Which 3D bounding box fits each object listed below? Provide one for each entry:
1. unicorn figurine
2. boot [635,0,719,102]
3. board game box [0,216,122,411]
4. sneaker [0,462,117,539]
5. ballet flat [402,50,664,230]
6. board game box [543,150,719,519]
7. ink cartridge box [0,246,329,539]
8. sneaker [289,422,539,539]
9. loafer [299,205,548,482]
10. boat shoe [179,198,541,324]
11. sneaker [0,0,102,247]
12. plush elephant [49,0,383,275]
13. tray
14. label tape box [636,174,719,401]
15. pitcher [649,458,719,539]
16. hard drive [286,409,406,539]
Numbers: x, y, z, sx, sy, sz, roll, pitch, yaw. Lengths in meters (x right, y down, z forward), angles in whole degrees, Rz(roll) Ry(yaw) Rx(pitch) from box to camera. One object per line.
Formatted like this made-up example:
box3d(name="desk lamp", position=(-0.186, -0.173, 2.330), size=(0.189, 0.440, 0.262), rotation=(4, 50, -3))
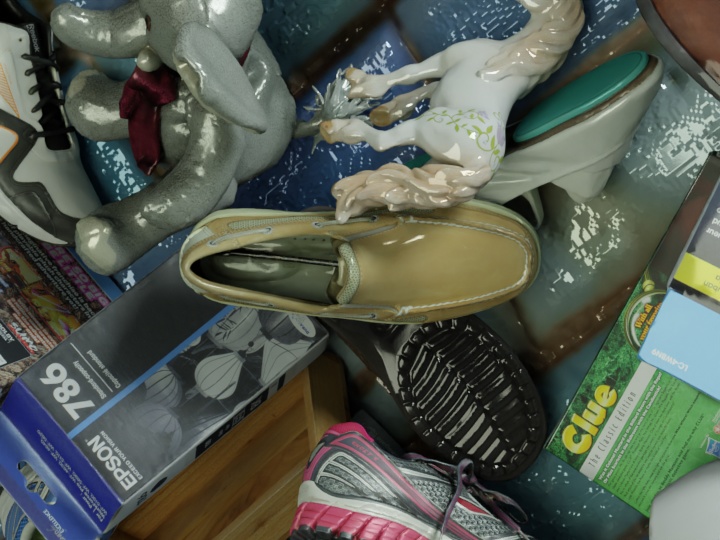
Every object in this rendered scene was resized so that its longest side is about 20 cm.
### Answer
box3d(name="unicorn figurine", position=(0.054, -0.099, 1.164), size=(0.136, 0.074, 0.201), rotation=(-10, 52, 24))
box3d(name="boot", position=(0.230, -0.191, 1.068), size=(0.200, 0.068, 0.189), rotation=(-35, 45, 25))
box3d(name="board game box", position=(-0.254, 0.027, 1.291), size=(0.160, 0.200, 0.097), rotation=(48, 116, 11))
box3d(name="sneaker", position=(-0.160, 0.125, 1.322), size=(0.075, 0.077, 0.200), rotation=(20, 126, -26))
box3d(name="ballet flat", position=(0.097, -0.058, 1.190), size=(0.199, 0.069, 0.070), rotation=(-25, 89, 31))
box3d(name="board game box", position=(0.191, 0.045, 1.181), size=(0.104, 0.023, 0.201), rotation=(33, 111, 14))
box3d(name="ink cartridge box", position=(-0.123, 0.067, 1.225), size=(0.200, 0.039, 0.100), rotation=(-40, 80, -17))
box3d(name="sneaker", position=(0.060, 0.147, 1.199), size=(0.199, 0.075, 0.081), rotation=(23, 152, -21))
box3d(name="loafer", position=(0.033, 0.037, 1.236), size=(0.073, 0.071, 0.200), rotation=(-41, 94, 4))
box3d(name="boat shoe", position=(0.000, 0.000, 1.156), size=(0.198, 0.076, 0.072), rotation=(-4, 99, 4))
box3d(name="sneaker", position=(-0.215, -0.106, 1.319), size=(0.080, 0.074, 0.201), rotation=(-36, 84, 25))
box3d(name="plush elephant", position=(-0.103, -0.117, 1.208), size=(0.199, 0.165, 0.155), rotation=(-14, 135, 12))
box3d(name="tray", position=(-0.082, 0.141, 1.291), size=(0.037, 0.099, 0.200), rotation=(30, 121, -29))
box3d(name="label tape box", position=(0.252, -0.013, 1.096), size=(0.143, 0.066, 0.201), rotation=(27, 99, 18))
box3d(name="pitcher", position=(0.255, 0.129, 1.123), size=(0.198, 0.121, 0.173), rotation=(-5, 78, 14))
box3d(name="hard drive", position=(0.017, 0.200, 1.283), size=(0.135, 0.042, 0.200), rotation=(-43, 81, 26))
